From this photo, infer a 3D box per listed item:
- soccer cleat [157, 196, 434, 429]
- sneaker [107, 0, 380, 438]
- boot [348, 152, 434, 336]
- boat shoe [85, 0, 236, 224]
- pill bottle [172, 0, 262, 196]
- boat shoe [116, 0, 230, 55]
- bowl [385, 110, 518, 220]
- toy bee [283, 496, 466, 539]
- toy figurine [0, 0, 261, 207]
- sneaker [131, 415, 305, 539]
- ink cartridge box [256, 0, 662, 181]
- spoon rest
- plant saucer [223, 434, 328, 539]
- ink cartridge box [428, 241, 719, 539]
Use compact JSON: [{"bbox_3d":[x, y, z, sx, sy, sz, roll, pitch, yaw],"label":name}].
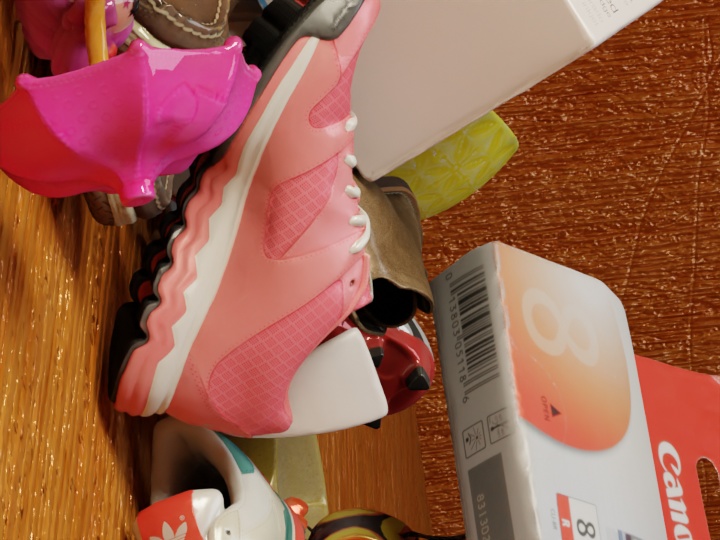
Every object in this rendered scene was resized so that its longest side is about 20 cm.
[{"bbox_3d":[-0.035,-0.006,1.368,0.200,0.069,0.085,45,17,-31],"label":"soccer cleat"},{"bbox_3d":[-0.027,-0.025,1.110,0.201,0.087,0.074,-64,-165,13],"label":"sneaker"},{"bbox_3d":[0.000,0.000,1.230,0.076,0.074,0.200,56,4,11],"label":"boot"},{"bbox_3d":[-0.075,-0.114,1.077,0.075,0.075,0.203,76,8,-64],"label":"boat shoe"},{"bbox_3d":[-0.056,-0.135,1.249,0.113,0.113,0.201,79,5,-54],"label":"pill bottle"},{"bbox_3d":[-0.077,-0.162,1.003,0.075,0.075,0.203,18,43,-42],"label":"boat shoe"},{"bbox_3d":[-0.030,-0.079,1.439,0.108,0.200,0.200,-53,173,-3],"label":"bowl"},{"bbox_3d":[0.000,0.154,1.313,0.201,0.108,0.131,-65,-173,-4],"label":"toy bee"},{"bbox_3d":[-0.088,-0.117,0.894,0.200,0.150,0.185,-139,-129,-58],"label":"toy figurine"},{"bbox_3d":[-0.065,0.142,1.130,0.200,0.070,0.094,-91,157,-49],"label":"sneaker"},{"bbox_3d":[0.058,-0.146,1.190,0.129,0.125,0.200,58,34,-3],"label":"ink cartridge box"},{"bbox_3d":[-0.054,0.035,1.229,0.200,0.060,0.100,22,-46,67],"label":"spoon rest"},{"bbox_3d":[-0.051,0.117,1.439,0.200,0.048,0.200,-92,174,-51],"label":"plant saucer"},{"bbox_3d":[0.124,0.089,1.260,0.200,0.050,0.163,17,53,-37],"label":"ink cartridge box"}]
